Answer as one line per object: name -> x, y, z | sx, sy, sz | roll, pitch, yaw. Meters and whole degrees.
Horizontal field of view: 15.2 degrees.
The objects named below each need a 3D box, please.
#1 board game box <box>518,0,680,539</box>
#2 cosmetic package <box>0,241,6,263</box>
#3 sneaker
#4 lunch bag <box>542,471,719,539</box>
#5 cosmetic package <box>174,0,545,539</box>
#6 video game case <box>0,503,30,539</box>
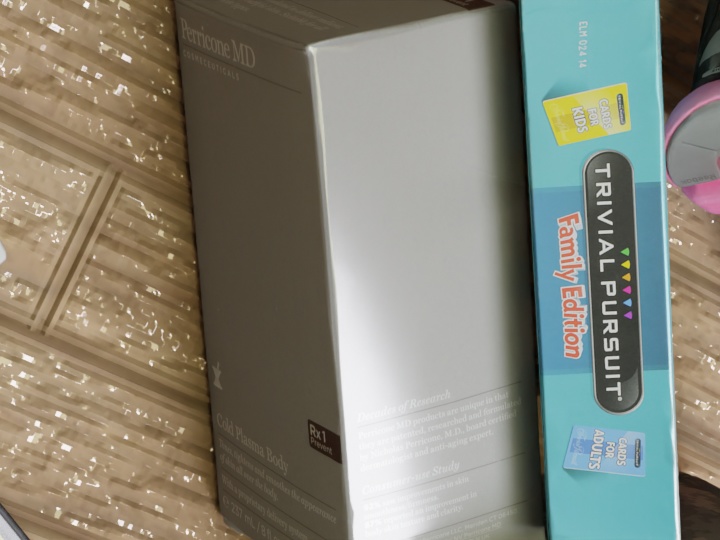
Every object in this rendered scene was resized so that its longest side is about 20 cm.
board game box -> 0.083, -0.021, 0.944 | 0.047, 0.151, 0.201 | -3, 109, 4
cosmetic package -> -0.201, -0.064, 0.806 | 0.101, 0.071, 0.201 | -36, 119, -18
sneaker -> 0.180, -0.039, 1.048 | 0.200, 0.079, 0.096 | 51, 36, -46
lunch bag -> 0.083, 0.147, 0.984 | 0.199, 0.164, 0.118 | 1, 102, -31
cosmetic package -> 0.000, 0.000, 0.927 | 0.090, 0.107, 0.201 | -17, 110, -26
video game case -> -0.184, 0.146, 0.905 | 0.181, 0.025, 0.200 | -42, 120, -14
